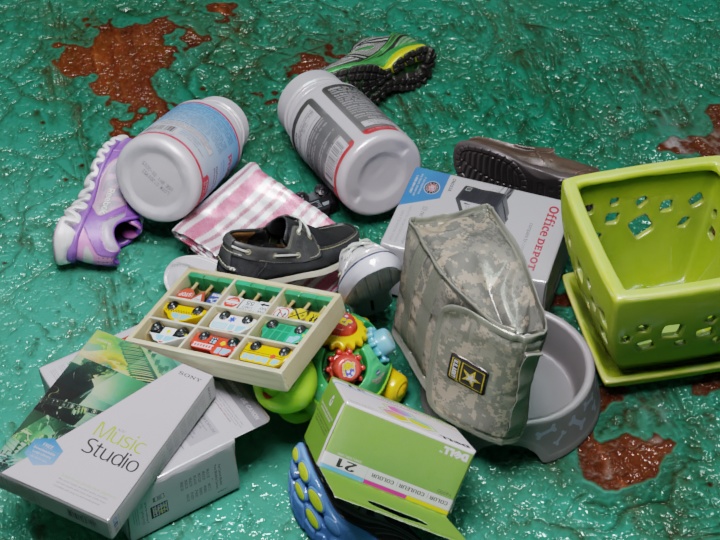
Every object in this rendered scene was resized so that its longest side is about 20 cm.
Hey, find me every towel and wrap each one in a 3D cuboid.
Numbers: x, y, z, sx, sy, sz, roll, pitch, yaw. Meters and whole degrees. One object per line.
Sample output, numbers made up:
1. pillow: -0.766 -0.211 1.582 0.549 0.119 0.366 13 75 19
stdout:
1. towel: -0.103 -0.037 1.827 0.200 0.030 0.146 36 58 16

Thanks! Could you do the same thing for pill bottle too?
1. pill bottle: -0.210 -0.144 1.885 0.108 0.109 0.200 14 28 13
2. pill bottle: -0.019 -0.164 1.919 0.113 0.114 0.200 -20 40 -19

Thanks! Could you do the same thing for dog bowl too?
1. dog bowl: 0.166 0.118 1.687 0.199 0.059 0.201 0 46 0

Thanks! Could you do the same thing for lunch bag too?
1. lunch bag: 0.118 0.062 1.586 0.117 0.165 0.200 -12 46 -19

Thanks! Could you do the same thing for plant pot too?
1. plant pot: 0.332 0.012 1.707 0.199 0.182 0.200 -8 46 -8

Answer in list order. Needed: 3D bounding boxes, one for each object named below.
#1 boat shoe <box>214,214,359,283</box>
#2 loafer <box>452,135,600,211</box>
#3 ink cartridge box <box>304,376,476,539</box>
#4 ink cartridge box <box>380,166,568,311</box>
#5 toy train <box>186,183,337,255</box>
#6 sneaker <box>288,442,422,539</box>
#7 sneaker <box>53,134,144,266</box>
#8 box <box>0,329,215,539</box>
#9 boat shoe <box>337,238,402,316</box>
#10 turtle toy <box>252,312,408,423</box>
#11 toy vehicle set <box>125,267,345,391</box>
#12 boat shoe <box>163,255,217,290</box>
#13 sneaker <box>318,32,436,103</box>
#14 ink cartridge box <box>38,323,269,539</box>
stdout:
1. boat shoe: -0.076 -0.029 1.746 0.199 0.068 0.072 -14 30 -39
2. loafer: 0.212 -0.119 1.924 0.199 0.073 0.071 21 38 13
3. ink cartridge box: 0.037 0.185 1.505 0.147 0.076 0.200 23 4 -13
4. ink cartridge box: 0.137 -0.028 1.813 0.199 0.084 0.145 14 46 13
5. toy train: -0.116 -0.053 1.875 0.199 0.034 0.046 -22 60 -21
6. sneaker: -0.002 0.248 1.560 0.083 0.071 0.199 -20 47 -40
7. sneaker: -0.298 -0.077 1.871 0.088 0.081 0.201 15 52 5
8. box: -0.255 0.158 1.542 0.144 0.036 0.200 20 49 18
9. boat shoe: 0.000 0.000 1.705 0.073 0.200 0.067 -20 77 -10
10. turtle toy: -0.041 0.102 1.652 0.145 0.101 0.200 27 38 24
11. toy vehicle set: -0.130 0.058 1.612 0.199 0.027 0.124 9 44 30
12. boat shoe: -0.172 0.034 1.732 0.068 0.072 0.200 18 16 -46
13. sneaker: 0.002 -0.263 2.064 0.199 0.078 0.085 -23 42 -33
14. ink cartridge box: -0.214 0.156 1.627 0.175 0.084 0.200 -24 51 -22
